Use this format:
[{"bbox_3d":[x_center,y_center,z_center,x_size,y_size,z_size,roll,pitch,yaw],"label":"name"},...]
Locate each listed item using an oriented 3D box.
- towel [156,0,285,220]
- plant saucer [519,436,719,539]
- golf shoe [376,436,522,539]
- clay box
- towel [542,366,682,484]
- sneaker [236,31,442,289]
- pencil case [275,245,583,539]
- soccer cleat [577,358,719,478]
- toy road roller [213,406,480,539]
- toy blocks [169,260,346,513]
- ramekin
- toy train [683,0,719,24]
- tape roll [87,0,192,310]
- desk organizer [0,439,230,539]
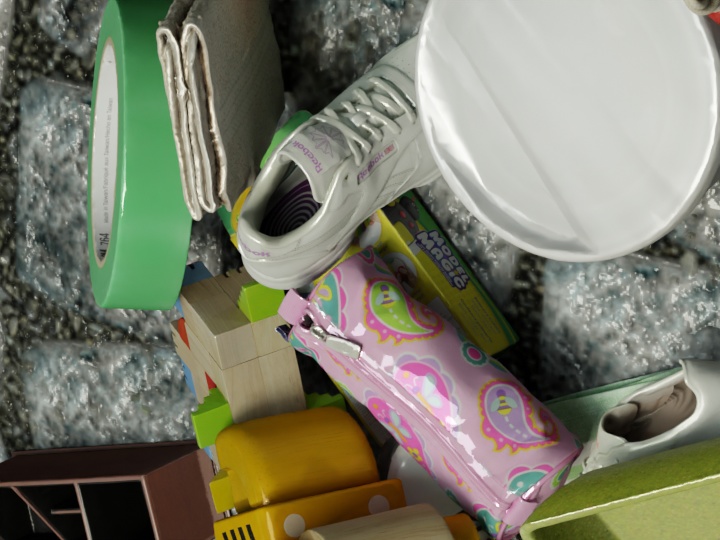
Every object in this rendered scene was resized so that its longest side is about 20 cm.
[{"bbox_3d":[-0.081,-0.126,1.482,0.034,0.200,0.133,-1,119,11],"label":"towel"},{"bbox_3d":[0.218,0.152,1.377,0.199,0.048,0.200,-17,138,22],"label":"plant saucer"},{"bbox_3d":[0.082,0.185,1.521,0.201,0.078,0.094,60,166,-3],"label":"golf shoe"},{"bbox_3d":[0.000,0.000,1.561,0.115,0.048,0.200,-42,78,36],"label":"clay box"},{"bbox_3d":[0.182,0.167,1.496,0.152,0.023,0.201,-19,93,38],"label":"towel"},{"bbox_3d":[0.001,-0.072,1.468,0.075,0.100,0.200,40,86,16],"label":"sneaker"},{"bbox_3d":[0.042,0.074,1.474,0.200,0.087,0.088,43,124,12],"label":"pencil case"},{"bbox_3d":[0.157,0.117,1.431,0.200,0.077,0.069,-46,33,32],"label":"soccer cleat"},{"bbox_3d":[-0.023,0.154,1.483,0.200,0.122,0.147,-28,74,65],"label":"toy road roller"},{"bbox_3d":[-0.081,0.071,1.605,0.137,0.100,0.201,-133,27,-57],"label":"toy blocks"},{"bbox_3d":[0.137,-0.111,1.399,0.202,0.094,0.203,11,110,32],"label":"ramekin"},{"bbox_3d":[0.177,-0.189,1.283,0.116,0.200,0.085,36,122,27],"label":"toy train"},{"bbox_3d":[-0.143,-0.075,1.562,0.200,0.048,0.201,-177,90,-78],"label":"tape roll"},{"bbox_3d":[-0.196,0.170,1.734,0.199,0.077,0.072,-6,100,37],"label":"desk organizer"}]
